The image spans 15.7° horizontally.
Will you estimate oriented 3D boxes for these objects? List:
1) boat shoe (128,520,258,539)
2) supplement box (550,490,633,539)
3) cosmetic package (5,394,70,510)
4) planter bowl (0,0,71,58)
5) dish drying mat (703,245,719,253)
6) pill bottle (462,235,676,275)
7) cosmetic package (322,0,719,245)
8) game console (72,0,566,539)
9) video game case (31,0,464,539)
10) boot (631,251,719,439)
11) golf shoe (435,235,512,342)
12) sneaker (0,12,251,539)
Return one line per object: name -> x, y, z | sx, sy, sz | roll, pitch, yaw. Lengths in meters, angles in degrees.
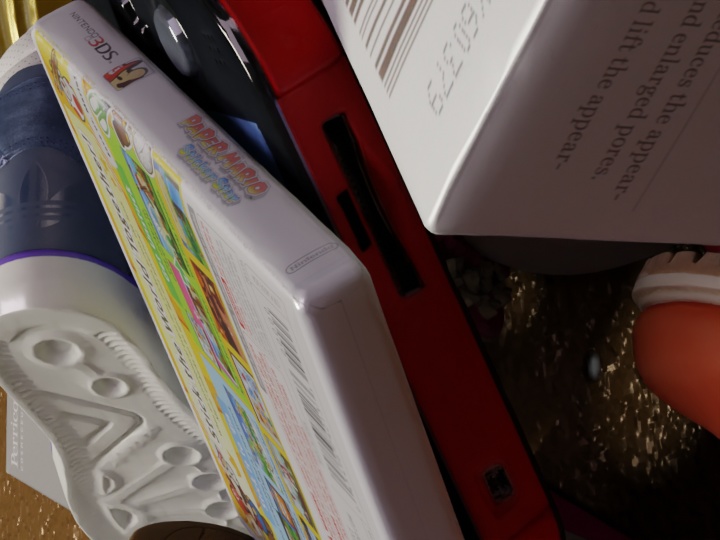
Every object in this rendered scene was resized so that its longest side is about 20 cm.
boat shoe -> -0.025, 0.154, 0.788 | 0.200, 0.073, 0.063 | 54, 133, 45
supplement box -> 0.053, 0.140, 0.825 | 0.200, 0.101, 0.104 | 26, 112, 59
cosmetic package -> -0.075, 0.053, 1.080 | 0.200, 0.090, 0.108 | 12, 102, 58
planter bowl -> -0.081, -0.082, 0.990 | 0.200, 0.083, 0.202 | 34, 136, 40
dish drying mat -> 0.149, 0.028, 0.699 | 0.076, 0.018, 0.201 | -28, 56, 12
pill bottle -> 0.055, -0.108, 0.825 | 0.110, 0.109, 0.201 | -54, 44, 46
cosmetic package -> 0.104, -0.117, 0.642 | 0.166, 0.199, 0.165 | -63, 38, 38
game console -> -0.019, 0.000, 0.741 | 0.177, 0.031, 0.201 | 15, 132, 65
video game case -> -0.019, 0.040, 0.728 | 0.182, 0.023, 0.201 | 44, 159, 52
boot -> 0.128, 0.070, 0.636 | 0.200, 0.075, 0.108 | 33, 89, 36
golf shoe -> 0.000, 0.000, 0.859 | 0.076, 0.091, 0.200 | 64, -172, -1
sneaker -> -0.075, 0.001, 0.903 | 0.200, 0.080, 0.147 | 62, -157, -53
